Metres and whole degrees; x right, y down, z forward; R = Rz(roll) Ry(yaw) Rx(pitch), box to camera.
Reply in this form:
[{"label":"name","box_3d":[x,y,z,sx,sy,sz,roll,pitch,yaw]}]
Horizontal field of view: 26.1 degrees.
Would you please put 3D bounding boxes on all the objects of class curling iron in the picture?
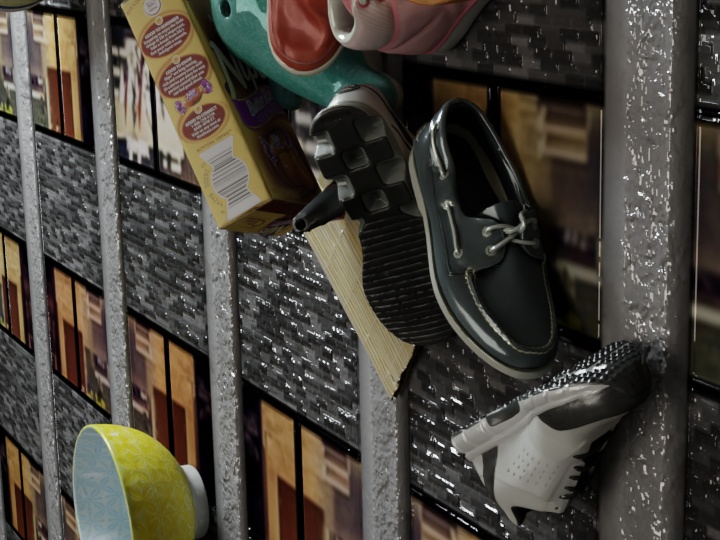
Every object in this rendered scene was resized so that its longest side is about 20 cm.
[{"label":"curling iron","box_3d":[-0.025,-0.044,1.141,0.026,0.050,0.200,49,-170,-4]}]

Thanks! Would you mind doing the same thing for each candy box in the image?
[{"label":"candy box","box_3d":[-0.107,-0.129,1.239,0.056,0.117,0.200,-29,79,17]}]

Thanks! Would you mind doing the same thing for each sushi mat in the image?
[{"label":"sushi mat","box_3d":[0.000,0.000,1.246,0.200,0.012,0.096,62,148,34]}]

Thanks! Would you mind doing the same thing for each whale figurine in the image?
[{"label":"whale figurine","box_3d":[-0.044,-0.177,1.181,0.200,0.104,0.159,61,143,25]}]

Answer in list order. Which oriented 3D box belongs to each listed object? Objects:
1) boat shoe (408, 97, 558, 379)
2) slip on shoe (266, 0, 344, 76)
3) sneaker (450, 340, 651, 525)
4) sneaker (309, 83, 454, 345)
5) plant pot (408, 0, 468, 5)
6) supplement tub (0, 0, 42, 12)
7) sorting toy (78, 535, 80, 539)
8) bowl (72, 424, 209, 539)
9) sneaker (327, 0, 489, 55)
[{"label":"boat shoe","box_3d":[0.082,-0.025,1.013,0.062,0.073,0.200,114,144,-52]},{"label":"slip on shoe","box_3d":[-0.026,-0.233,1.092,0.074,0.061,0.200,21,110,12]},{"label":"sneaker","box_3d":[0.131,0.104,0.974,0.080,0.074,0.200,61,154,8]},{"label":"sneaker","box_3d":[0.031,-0.044,1.122,0.089,0.074,0.200,-62,-43,-59]},{"label":"plant pot","box_3d":[0.092,-0.250,0.855,0.200,0.140,0.201,28,122,59]},{"label":"supplement tub","box_3d":[-0.386,-0.390,1.749,0.200,0.145,0.145,-28,72,62]},{"label":"sorting toy","box_3d":[-0.268,0.366,1.813,0.200,0.069,0.199,69,150,24]},{"label":"bowl","box_3d":[-0.225,0.255,1.654,0.200,0.107,0.201,29,122,58]},{"label":"sneaker","box_3d":[0.040,-0.209,1.010,0.200,0.104,0.075,-55,47,52]}]
